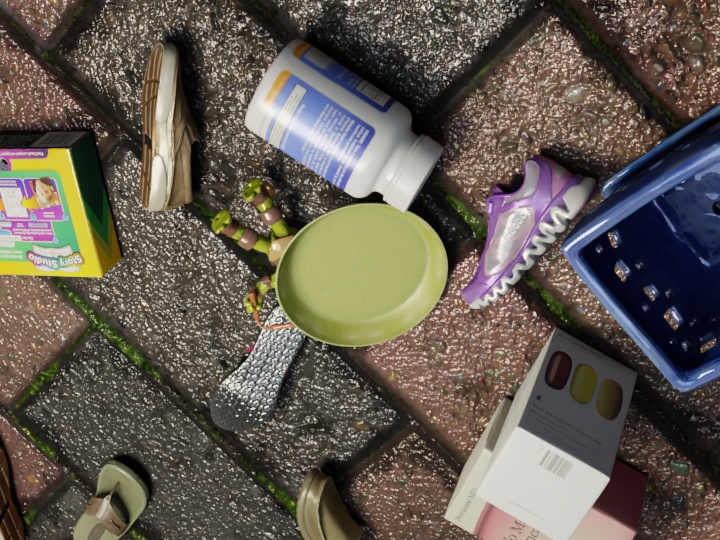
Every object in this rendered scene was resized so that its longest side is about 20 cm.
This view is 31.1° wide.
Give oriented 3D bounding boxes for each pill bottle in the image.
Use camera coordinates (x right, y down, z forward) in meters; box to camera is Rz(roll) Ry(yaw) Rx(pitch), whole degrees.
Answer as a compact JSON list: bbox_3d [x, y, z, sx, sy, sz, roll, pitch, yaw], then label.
[{"bbox_3d":[-0.014,-0.149,1.384,0.199,0.112,0.113,33,124,2],"label":"pill bottle"}]

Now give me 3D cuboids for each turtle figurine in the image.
[{"bbox_3d":[-0.082,-0.034,1.502,0.199,0.065,0.161,-38,115,20],"label":"turtle figurine"}]

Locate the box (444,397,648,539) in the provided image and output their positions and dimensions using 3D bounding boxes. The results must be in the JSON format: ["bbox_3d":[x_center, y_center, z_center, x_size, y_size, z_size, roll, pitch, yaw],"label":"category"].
[{"bbox_3d":[0.218,0.267,1.520,0.198,0.109,0.129,28,124,5],"label":"box"}]

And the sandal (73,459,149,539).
[{"bbox_3d":[-0.356,0.346,1.823,0.079,0.057,0.202,32,124,2],"label":"sandal"}]

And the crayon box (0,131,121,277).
[{"bbox_3d":[-0.412,-0.082,1.611,0.197,0.058,0.175,2,119,21],"label":"crayon box"}]

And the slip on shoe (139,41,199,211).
[{"bbox_3d":[-0.216,-0.164,1.491,0.060,0.076,0.203,-3,115,-22],"label":"slip on shoe"}]

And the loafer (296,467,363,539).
[{"bbox_3d":[-0.033,0.339,1.685,0.066,0.076,0.202,2,127,20],"label":"loafer"}]

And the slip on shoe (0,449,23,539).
[{"bbox_3d":[-0.542,0.329,1.872,0.060,0.076,0.202,2,125,14],"label":"slip on shoe"}]

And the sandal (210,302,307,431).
[{"bbox_3d":[-0.120,0.121,1.621,0.075,0.045,0.201,32,110,-4],"label":"sandal"}]

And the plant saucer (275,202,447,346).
[{"bbox_3d":[0.000,0.000,1.468,0.197,0.031,0.202,-5,127,-7],"label":"plant saucer"}]

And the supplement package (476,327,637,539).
[{"bbox_3d":[0.218,0.176,1.415,0.113,0.200,0.110,28,125,3],"label":"supplement package"}]

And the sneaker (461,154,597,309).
[{"bbox_3d":[0.165,-0.046,1.395,0.088,0.080,0.201,40,119,5],"label":"sneaker"}]

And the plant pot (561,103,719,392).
[{"bbox_3d":[0.341,-0.036,1.263,0.199,0.180,0.200,-36,100,32],"label":"plant pot"}]
